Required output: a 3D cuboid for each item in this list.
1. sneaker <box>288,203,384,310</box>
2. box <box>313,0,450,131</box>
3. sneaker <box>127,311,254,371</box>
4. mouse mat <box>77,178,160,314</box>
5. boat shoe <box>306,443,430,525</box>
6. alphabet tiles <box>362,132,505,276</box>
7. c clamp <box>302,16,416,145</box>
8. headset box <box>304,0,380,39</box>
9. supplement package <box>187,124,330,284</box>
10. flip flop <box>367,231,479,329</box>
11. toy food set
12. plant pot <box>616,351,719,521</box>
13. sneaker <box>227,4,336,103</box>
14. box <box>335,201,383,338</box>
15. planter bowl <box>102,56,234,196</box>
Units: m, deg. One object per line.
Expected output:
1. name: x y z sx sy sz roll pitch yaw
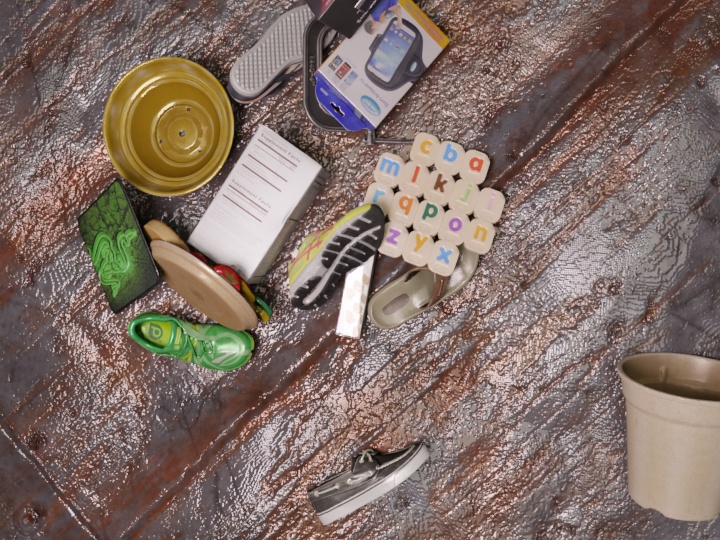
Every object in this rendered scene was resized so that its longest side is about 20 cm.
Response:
1. sneaker: -0.045 -0.037 1.299 0.200 0.078 0.091 -43 44 24
2. box: 0.025 -0.302 1.295 0.119 0.041 0.201 42 79 -10
3. sneaker: -0.259 0.110 1.341 0.196 0.084 0.075 9 92 4
4. mouse mat: -0.361 -0.031 1.316 0.007 0.199 0.163 -21 87 -37
5. boat shoe: 0.010 0.304 1.326 0.198 0.071 0.064 -32 89 7
6. alphabet tiles: 0.108 -0.098 1.308 0.197 0.015 0.198 19 77 3
7. c clamp: -0.008 -0.282 1.322 0.168 0.027 0.204 -6 93 -15
8. headset box: -0.025 -0.439 1.250 0.149 0.074 0.201 -47 54 22
9. supplement package: -0.146 -0.095 1.311 0.109 0.114 0.202 34 92 3
10. flip flop: 0.095 0.017 1.317 0.199 0.058 0.082 -35 88 4
11. toy food set: -0.222 0.016 1.278 0.198 0.199 0.049 22 66 32
12. plant pot: 0.447 0.233 1.237 0.197 0.201 0.187 4 103 5
13. sneaker: -0.122 -0.323 1.328 0.199 0.079 0.079 -40 96 -20
14. box: 0.000 0.000 1.336 0.038 0.041 0.204 10 93 5
15. planter bowl: -0.278 -0.210 1.336 0.197 0.083 0.204 0 91 5
